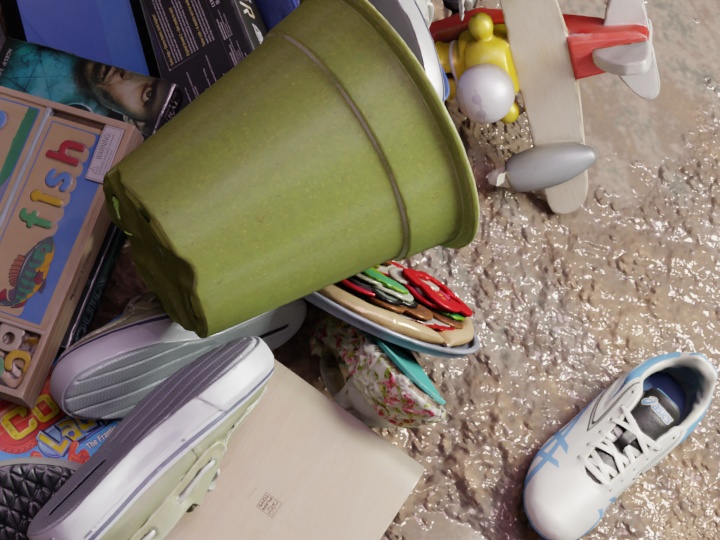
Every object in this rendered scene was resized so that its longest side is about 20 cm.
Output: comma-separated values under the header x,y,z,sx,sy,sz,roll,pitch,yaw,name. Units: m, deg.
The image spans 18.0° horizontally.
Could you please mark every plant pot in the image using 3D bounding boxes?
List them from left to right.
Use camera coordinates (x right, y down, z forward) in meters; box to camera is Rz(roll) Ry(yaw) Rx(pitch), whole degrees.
x,y,z,sx,sy,sz,roll,pitch,yaw,name
-0.058,-0.056,1.464,0.189,0.200,0.201,-31,76,-16,plant pot

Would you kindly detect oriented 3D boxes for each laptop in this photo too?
x,y,z,sx,sy,sz,roll,pitch,yaw,name
-0.256,-0.143,1.605,0.199,0.103,0.178,-7,69,-25,laptop

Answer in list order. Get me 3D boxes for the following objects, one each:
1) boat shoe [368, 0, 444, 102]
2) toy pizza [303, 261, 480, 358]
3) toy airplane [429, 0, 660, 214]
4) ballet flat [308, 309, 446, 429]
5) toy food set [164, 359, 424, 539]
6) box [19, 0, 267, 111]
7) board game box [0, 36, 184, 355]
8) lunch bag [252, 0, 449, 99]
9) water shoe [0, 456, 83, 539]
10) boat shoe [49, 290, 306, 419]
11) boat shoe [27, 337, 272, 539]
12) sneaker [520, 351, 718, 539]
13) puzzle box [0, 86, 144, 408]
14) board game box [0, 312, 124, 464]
x,y,z,sx,sy,sz,roll,pitch,yaw,name
0.021,-0.189,1.621,0.070,0.071,0.201,-5,58,-42,boat shoe
0.000,0.000,1.605,0.199,0.032,0.200,27,12,-6,toy pizza
0.127,-0.154,1.718,0.200,0.199,0.141,41,45,2,toy airplane
0.009,0.074,1.571,0.076,0.200,0.064,40,96,-21,ballet flat
-0.066,0.162,1.486,0.143,0.060,0.200,36,64,0,toy food set
-0.144,-0.147,1.634,0.043,0.160,0.201,22,42,-62,box
-0.216,-0.051,1.545,0.134,0.028,0.201,16,74,17,board game box
-0.037,-0.155,1.693,0.135,0.132,0.201,-1,63,-44,lunch bag
-0.255,0.161,1.435,0.199,0.079,0.072,-12,90,-13,water shoe
-0.129,0.043,1.522,0.199,0.072,0.062,-19,52,-37,boat shoe
-0.122,0.122,1.416,0.200,0.072,0.062,-44,111,-26,boat shoe
0.188,0.124,1.664,0.072,0.073,0.200,46,57,5,sneaker
-0.240,-0.022,1.510,0.132,0.025,0.201,16,75,17,puzzle box
-0.140,0.136,1.531,0.200,0.056,0.196,-35,80,-33,board game box
